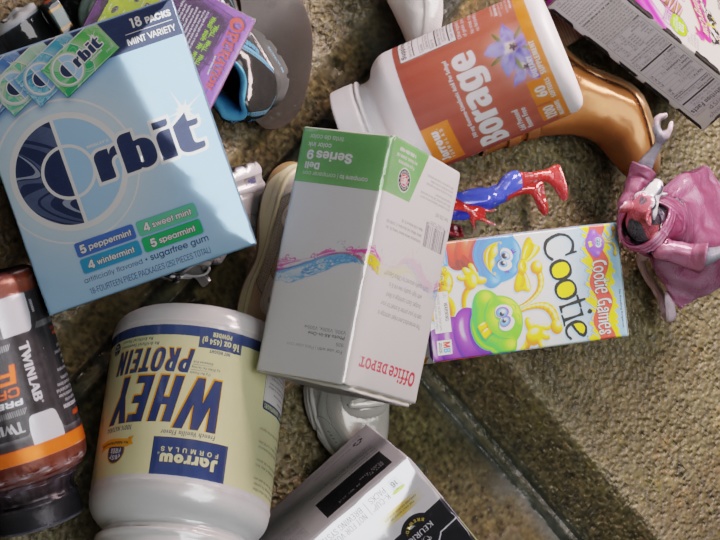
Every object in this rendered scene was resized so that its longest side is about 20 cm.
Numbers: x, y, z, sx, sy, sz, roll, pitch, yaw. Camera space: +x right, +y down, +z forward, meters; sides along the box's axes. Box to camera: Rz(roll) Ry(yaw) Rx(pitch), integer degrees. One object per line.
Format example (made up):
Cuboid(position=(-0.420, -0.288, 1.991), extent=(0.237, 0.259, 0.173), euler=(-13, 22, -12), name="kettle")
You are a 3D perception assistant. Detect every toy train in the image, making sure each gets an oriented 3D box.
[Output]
Cuboid(position=(-0.211, -0.141, 1.663), extent=(0.114, 0.085, 0.200), euler=(-34, 102, -14), name="toy train")

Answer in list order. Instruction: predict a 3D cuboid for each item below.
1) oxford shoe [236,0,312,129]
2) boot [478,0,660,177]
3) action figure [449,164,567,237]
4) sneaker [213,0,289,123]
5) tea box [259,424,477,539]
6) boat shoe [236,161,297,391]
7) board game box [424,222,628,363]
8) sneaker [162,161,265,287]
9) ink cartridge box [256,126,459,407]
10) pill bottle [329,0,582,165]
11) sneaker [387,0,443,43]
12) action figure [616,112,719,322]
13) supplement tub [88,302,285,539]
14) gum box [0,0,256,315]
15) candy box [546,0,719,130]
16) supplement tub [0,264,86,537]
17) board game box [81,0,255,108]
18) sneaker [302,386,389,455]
Cuboid(position=(-0.089, -0.220, 1.738), extent=(0.071, 0.071, 0.201), euler=(-17, 111, -25), name="oxford shoe")
Cuboid(position=(0.172, -0.141, 1.852), extent=(0.155, 0.077, 0.200), euler=(-33, 99, -26), name="boot")
Cuboid(position=(0.086, -0.055, 1.811), extent=(0.199, 0.065, 0.052), euler=(-7, 80, -24), name="action figure")
Cuboid(position=(-0.135, -0.207, 1.660), extent=(0.200, 0.073, 0.082), euler=(49, 27, -6), name="sneaker")
Cuboid(position=(0.006, 0.273, 1.692), extent=(0.200, 0.134, 0.197), euler=(-39, 104, -6), name="tea box")
Cuboid(position=(-0.053, 0.013, 1.713), extent=(0.072, 0.065, 0.201), euler=(-3, 106, -51), name="boat shoe")
Cuboid(position=(0.121, 0.021, 1.804), extent=(0.199, 0.105, 0.103), euler=(-7, 90, -26), name="board game box")
Cuboid(position=(-0.151, -0.020, 1.685), extent=(0.200, 0.075, 0.082), euler=(-26, 97, -26), name="sneaker")
Cuboid(position=(0.000, 0.000, 1.635), extent=(0.145, 0.087, 0.201), euler=(22, 76, -64), name="ink cartridge box")
Cuboid(position=(0.080, -0.151, 1.749), extent=(0.199, 0.112, 0.113), euler=(-23, 99, 9), name="pill bottle")
Cuboid(position=(0.016, -0.286, 1.796), extent=(0.088, 0.075, 0.201), euler=(-11, 86, -14), name="sneaker")
Cuboid(position=(0.267, -0.044, 1.834), extent=(0.200, 0.149, 0.134), euler=(5, 51, -58), name="action figure")
Cuboid(position=(-0.137, 0.141, 1.625), extent=(0.145, 0.145, 0.201), euler=(16, 66, -25), name="supplement tub")
Cuboid(position=(-0.191, -0.087, 1.577), extent=(0.169, 0.045, 0.201), euler=(-19, 93, -4), name="gum box")
Cuboid(position=(0.263, -0.238, 1.877), extent=(0.200, 0.061, 0.137), euler=(35, 36, -22), name="candy box")
Cuboid(position=(-0.276, 0.103, 1.599), extent=(0.107, 0.107, 0.201), euler=(-19, 95, -26), name="supplement tub")
Cuboid(position=(-0.180, -0.136, 1.610), extent=(0.120, 0.032, 0.200), euler=(28, 90, -2), name="board game box")
Cuboid(position=(-0.001, 0.069, 1.747), extent=(0.075, 0.092, 0.201), euler=(-6, 91, -27), name="sneaker")
